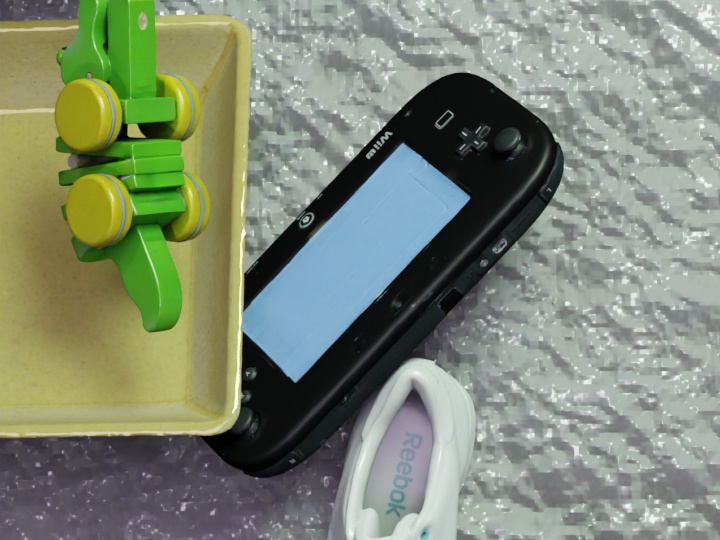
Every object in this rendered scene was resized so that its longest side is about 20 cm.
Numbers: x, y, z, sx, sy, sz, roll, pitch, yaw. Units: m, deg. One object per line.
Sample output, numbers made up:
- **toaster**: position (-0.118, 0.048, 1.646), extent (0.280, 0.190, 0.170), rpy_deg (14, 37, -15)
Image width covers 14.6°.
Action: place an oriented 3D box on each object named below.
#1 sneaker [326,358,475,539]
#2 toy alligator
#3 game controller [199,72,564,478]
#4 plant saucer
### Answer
- **sneaker**: position (0.010, 0.136, 1.199), extent (0.075, 0.088, 0.200), rpy_deg (3, 82, 4)
- **toy alligator**: position (-0.107, -0.073, 1.185), extent (0.054, 0.059, 0.200), rpy_deg (-6, 91, 40)
- **game controller**: position (0.000, 0.000, 1.224), extent (0.200, 0.042, 0.104), rpy_deg (-46, 47, -2)
- **plant saucer**: position (-0.146, -0.012, 1.237), extent (0.199, 0.048, 0.200), rpy_deg (-1, 66, 5)
